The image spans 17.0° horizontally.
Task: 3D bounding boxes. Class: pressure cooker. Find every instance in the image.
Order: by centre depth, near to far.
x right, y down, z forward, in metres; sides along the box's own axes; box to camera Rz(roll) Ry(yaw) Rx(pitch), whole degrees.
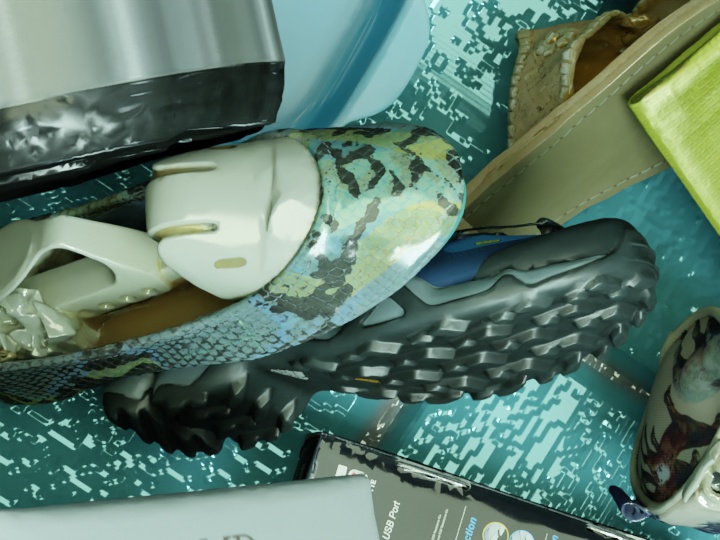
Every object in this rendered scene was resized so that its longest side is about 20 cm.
[{"bbox_3d":[-0.124,-0.122,0.749,0.176,0.179,0.200,-11,92,4],"label":"pressure cooker"}]

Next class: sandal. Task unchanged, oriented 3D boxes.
[{"bbox_3d":[0.069,-0.058,0.868,0.212,0.078,0.070,-43,57,1],"label":"sandal"}]

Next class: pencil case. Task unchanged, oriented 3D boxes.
[{"bbox_3d":[0.189,0.092,0.850,0.200,0.078,0.089,28,38,-12],"label":"pencil case"}]

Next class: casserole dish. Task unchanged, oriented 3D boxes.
[{"bbox_3d":[-0.070,-0.118,0.867,0.200,0.039,0.121,30,79,-4],"label":"casserole dish"}]

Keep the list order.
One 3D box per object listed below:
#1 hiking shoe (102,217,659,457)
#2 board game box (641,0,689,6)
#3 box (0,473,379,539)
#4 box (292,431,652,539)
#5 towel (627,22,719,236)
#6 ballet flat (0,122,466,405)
[{"bbox_3d":[0.000,0.000,0.802,0.200,0.074,0.087,-12,66,21],"label":"hiking shoe"},{"bbox_3d":[0.199,-0.157,0.868,0.200,0.037,0.151,7,122,-13],"label":"board game box"},{"bbox_3d":[-0.109,0.161,0.703,0.200,0.199,0.171,-16,81,29],"label":"box"},{"bbox_3d":[0.027,0.174,0.840,0.159,0.046,0.200,18,80,-6],"label":"box"},{"bbox_3d":[0.180,-0.012,0.862,0.086,0.018,0.200,-41,115,-5],"label":"towel"},{"bbox_3d":[-0.063,-0.004,0.766,0.200,0.074,0.074,-22,86,28],"label":"ballet flat"}]
